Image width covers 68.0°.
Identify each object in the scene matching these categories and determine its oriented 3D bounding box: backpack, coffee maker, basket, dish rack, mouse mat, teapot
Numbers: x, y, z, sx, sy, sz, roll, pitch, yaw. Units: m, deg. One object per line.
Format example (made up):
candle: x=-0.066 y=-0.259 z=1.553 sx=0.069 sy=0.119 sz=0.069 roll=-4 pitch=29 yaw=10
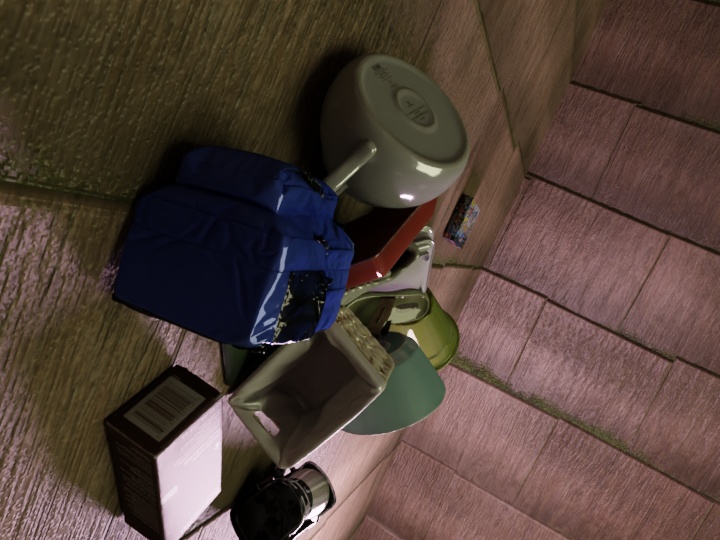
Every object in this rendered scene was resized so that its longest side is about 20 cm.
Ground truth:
backpack: x=-0.088 y=-0.015 z=0.504 sx=0.169 sy=0.162 sz=0.200 roll=-68 pitch=161 yaw=3
coffee maker: x=-0.155 y=0.474 z=1.023 sx=0.193 sy=0.134 sz=0.200 roll=-62 pitch=161 yaw=-4
basket: x=-0.064 y=0.160 z=0.768 sx=0.200 sy=0.136 sz=0.123 roll=-43 pitch=175 yaw=16
dish rack: x=0.040 y=0.017 z=0.920 sx=0.199 sy=0.044 sz=0.172 roll=-16 pitch=140 yaw=-17
mouse mat: x=-0.132 y=0.047 z=0.716 sx=0.161 sy=0.007 sz=0.201 roll=-47 pitch=155 yaw=-42
teapot: x=0.023 y=-0.146 z=0.647 sx=0.199 sy=0.199 sz=0.146 roll=11 pitch=145 yaw=-33

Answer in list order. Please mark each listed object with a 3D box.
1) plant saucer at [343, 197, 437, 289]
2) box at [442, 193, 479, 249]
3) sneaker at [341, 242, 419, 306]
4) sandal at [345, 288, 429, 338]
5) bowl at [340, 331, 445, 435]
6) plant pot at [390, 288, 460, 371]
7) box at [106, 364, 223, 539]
plant saucer: x=-0.003 y=-0.027 z=0.698 sx=0.037 sy=0.199 sz=0.200 roll=57 pitch=41 yaw=-16
box: x=0.309 y=-0.145 z=1.620 sx=0.137 sy=0.038 sz=0.200 roll=-65 pitch=162 yaw=4
sneaker: x=0.000 y=0.000 z=0.793 sx=0.199 sy=0.078 sz=0.099 roll=-31 pitch=-173 yaw=-11
sandal: x=0.036 y=0.076 z=0.891 sx=0.200 sy=0.057 sz=0.080 roll=-12 pitch=127 yaw=-24
bowl: x=0.033 y=0.172 z=0.889 sx=0.201 sy=0.200 sz=0.106 roll=-37 pitch=115 yaw=-54
plant pot: x=0.132 y=0.124 z=1.309 sx=0.201 sy=0.199 sz=0.190 roll=-56 pitch=147 yaw=-22
box: x=-0.216 y=0.217 z=0.608 sx=0.100 sy=0.075 sz=0.201 roll=-44 pitch=155 yaw=-47
